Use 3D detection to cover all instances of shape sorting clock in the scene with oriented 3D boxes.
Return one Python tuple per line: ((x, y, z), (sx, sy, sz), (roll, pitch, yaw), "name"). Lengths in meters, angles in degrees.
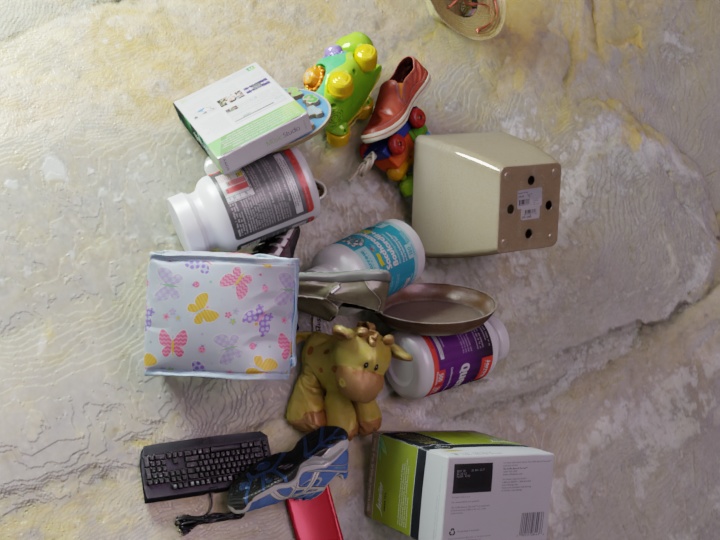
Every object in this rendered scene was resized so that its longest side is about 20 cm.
((-0.141, -0.226, 1.658), (0.200, 0.199, 0.040), (-36, 129, -36), "shape sorting clock")

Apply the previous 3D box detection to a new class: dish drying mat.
((-0.060, 0.379, 1.615), (0.076, 0.018, 0.202), (-11, 82, -35), "dish drying mat")

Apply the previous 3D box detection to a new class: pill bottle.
((0.000, 0.000, 1.706), (0.199, 0.110, 0.111), (-27, 91, -43), "pill bottle")
((-0.167, -0.095, 1.602), (0.199, 0.116, 0.117), (-22, 88, -14), "pill bottle")
((0.139, 0.129, 1.768), (0.199, 0.112, 0.113), (-12, 82, -35), "pill bottle")

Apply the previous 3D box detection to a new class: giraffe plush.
((-0.011, 0.143, 1.632), (0.171, 0.162, 0.202), (-10, 81, -35), "giraffe plush")

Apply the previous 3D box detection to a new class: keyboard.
((-0.206, 0.294, 1.543), (0.199, 0.021, 0.128), (-3, 77, -34), "keyboard")

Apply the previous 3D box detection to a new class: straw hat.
((0.161, -0.487, 1.995), (0.200, 0.085, 0.203), (9, 75, -35), "straw hat")

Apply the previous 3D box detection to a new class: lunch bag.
((-0.183, 0.061, 1.507), (0.198, 0.127, 0.171), (2, 93, 4), "lunch bag")

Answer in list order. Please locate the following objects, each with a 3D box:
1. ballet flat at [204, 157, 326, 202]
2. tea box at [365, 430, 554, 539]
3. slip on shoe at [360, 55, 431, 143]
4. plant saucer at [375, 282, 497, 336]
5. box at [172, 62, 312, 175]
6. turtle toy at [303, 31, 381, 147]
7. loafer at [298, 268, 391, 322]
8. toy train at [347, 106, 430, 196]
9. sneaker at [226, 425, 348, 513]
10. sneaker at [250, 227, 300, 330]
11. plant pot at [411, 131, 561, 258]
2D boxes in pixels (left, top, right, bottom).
((-0.137, -0.143, 1.699), (0.199, 0.069, 0.070), (18, 66, -28), "ballet flat")
((0.143, 0.316, 1.645), (0.199, 0.196, 0.135), (5, 92, -32), "tea box")
((0.051, -0.277, 1.821), (0.061, 0.074, 0.201), (53, 51, -27), "slip on shoe")
((0.113, 0.062, 1.739), (0.199, 0.200, 0.032), (-14, 111, -36), "plant saucer")
((-0.172, -0.222, 1.607), (0.144, 0.200, 0.037), (-28, 129, -11), "box")
((-0.029, -0.304, 1.790), (0.101, 0.146, 0.200), (26, 55, 15), "turtle toy")
((-0.053, 0.038, 1.576), (0.198, 0.075, 0.070), (-4, 85, 0), "loafer")
((0.056, -0.167, 1.834), (0.116, 0.084, 0.200), (53, 53, -25), "toy train")
((-0.093, 0.295, 1.563), (0.199, 0.076, 0.078), (-24, 115, -26), "sneaker")
((-0.123, 0.031, 1.659), (0.115, 0.075, 0.201), (41, 66, -24), "sneaker")
((0.215, -0.113, 1.815), (0.198, 0.177, 0.202), (-7, 105, -35), "plant pot")
